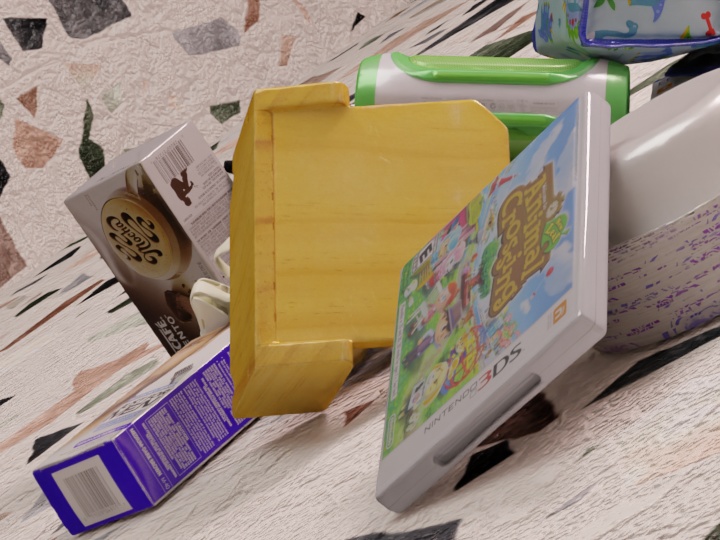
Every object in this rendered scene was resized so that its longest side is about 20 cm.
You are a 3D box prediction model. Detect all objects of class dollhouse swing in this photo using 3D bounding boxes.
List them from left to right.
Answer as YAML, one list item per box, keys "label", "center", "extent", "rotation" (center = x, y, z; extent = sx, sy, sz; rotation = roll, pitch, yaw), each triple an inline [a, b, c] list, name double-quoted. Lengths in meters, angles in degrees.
- label: "dollhouse swing"
  center: [0.004, -0.012, 1.700]
  extent: [0.175, 0.201, 0.182]
  rotation: [1, -19, -10]

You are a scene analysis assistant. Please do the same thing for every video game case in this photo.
- label: "video game case"
  center: [0.075, 0.015, 1.375]
  extent: [0.182, 0.022, 0.200]
  rotation: [-44, 24, 34]

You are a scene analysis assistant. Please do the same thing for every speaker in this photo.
- label: "speaker"
  center: [0.098, -0.118, 1.804]
  extent: [0.199, 0.089, 0.088]
  rotation: [2, 16, 8]

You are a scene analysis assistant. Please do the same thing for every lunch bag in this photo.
- label: "lunch bag"
  center: [0.242, -0.211, 1.849]
  extent: [0.199, 0.128, 0.170]
  rotation: [-2, 4, -9]

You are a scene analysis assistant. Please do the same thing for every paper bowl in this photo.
- label: "paper bowl"
  center: [0.196, -0.047, 1.431]
  extent: [0.200, 0.105, 0.201]
  rotation: [-31, 8, 5]

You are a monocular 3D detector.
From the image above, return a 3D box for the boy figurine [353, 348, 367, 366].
- label: "boy figurine"
  center: [0.000, 0.000, 1.836]
  extent: [0.064, 0.125, 0.201]
  rotation: [8, 56, 19]

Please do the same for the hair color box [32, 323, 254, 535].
- label: "hair color box"
  center: [-0.140, 0.111, 1.828]
  extent: [0.109, 0.065, 0.200]
  rotation: [-23, 11, 45]

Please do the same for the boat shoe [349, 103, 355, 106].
- label: "boat shoe"
  center: [0.055, -0.129, 1.965]
  extent: [0.199, 0.057, 0.067]
  rotation: [-21, -14, -36]

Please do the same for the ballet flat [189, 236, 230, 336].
- label: "ballet flat"
  center: [-0.090, 0.013, 1.922]
  extent: [0.200, 0.072, 0.068]
  rotation: [-55, 16, 31]

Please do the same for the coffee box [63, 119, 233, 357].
- label: "coffee box"
  center: [-0.141, -0.011, 2.043]
  extent: [0.113, 0.200, 0.080]
  rotation: [-21, 17, 45]

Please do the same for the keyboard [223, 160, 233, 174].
- label: "keyboard"
  center: [-0.017, -0.069, 2.067]
  extent: [0.104, 0.040, 0.200]
  rotation: [10, -9, 41]

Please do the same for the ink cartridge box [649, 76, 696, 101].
- label: "ink cartridge box"
  center: [0.301, -0.147, 1.816]
  extent: [0.199, 0.041, 0.200]
  rotation: [-28, 9, 19]
